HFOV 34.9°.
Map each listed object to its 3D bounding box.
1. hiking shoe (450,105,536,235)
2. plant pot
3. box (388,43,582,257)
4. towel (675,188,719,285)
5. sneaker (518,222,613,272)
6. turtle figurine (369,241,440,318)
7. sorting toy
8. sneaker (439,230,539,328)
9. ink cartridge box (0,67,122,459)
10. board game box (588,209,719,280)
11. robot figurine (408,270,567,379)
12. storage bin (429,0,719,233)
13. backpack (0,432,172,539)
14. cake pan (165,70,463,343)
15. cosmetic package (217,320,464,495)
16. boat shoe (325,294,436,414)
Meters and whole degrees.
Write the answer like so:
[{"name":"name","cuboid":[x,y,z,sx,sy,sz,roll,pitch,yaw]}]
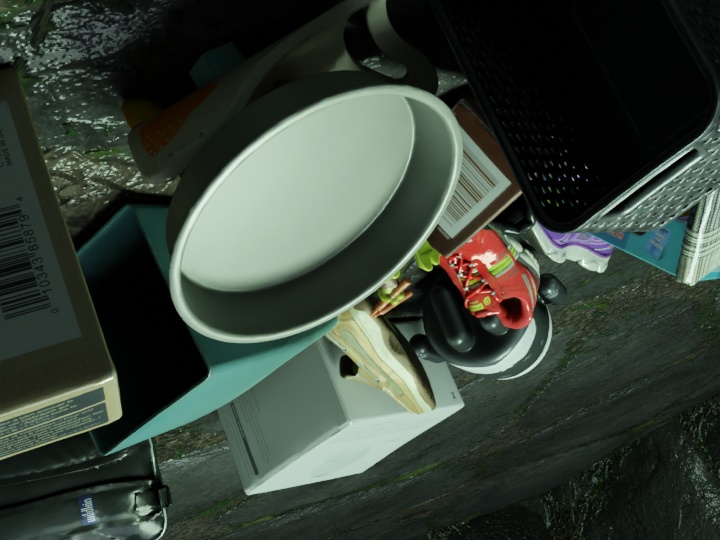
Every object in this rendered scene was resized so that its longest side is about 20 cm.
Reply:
[{"name":"hiking shoe","cuboid":[0.107,-0.065,0.959,0.075,0.101,0.200,-26,160,9]},{"name":"plant pot","cuboid":[-0.124,0.038,0.922,0.141,0.142,0.200,-36,164,32]},{"name":"box","cuboid":[0.110,-0.102,0.802,0.200,0.075,0.100,-39,177,-47]},{"name":"towel","cuboid":[0.331,-0.094,0.894,0.199,0.034,0.193,-24,133,-33]},{"name":"sneaker","cuboid":[0.207,-0.058,1.164,0.200,0.081,0.084,9,117,-53]},{"name":"turtle figurine","cuboid":[0.000,0.000,1.057,0.199,0.065,0.161,1,164,-36]},{"name":"sorting toy","cuboid":[-0.036,-0.098,0.738,0.180,0.107,0.200,-37,149,4]},{"name":"sneaker","cuboid":[0.116,0.001,1.108,0.077,0.085,0.200,-16,148,37]},{"name":"ink cartridge box","cuboid":[-0.236,0.006,0.617,0.164,0.201,0.075,-18,159,-17]},{"name":"board game box","cuboid":[0.264,-0.054,1.039,0.150,0.200,0.047,-5,116,-42]},{"name":"robot figurine","cuboid":[0.142,0.054,1.278,0.150,0.125,0.200,14,174,25]},{"name":"storage bin","cuboid":[0.143,-0.134,0.675,0.093,0.201,0.135,-2,152,-43]},{"name":"backpack","cuboid":[-0.291,0.181,1.037,0.199,0.179,0.150,-14,-171,-23]},{"name":"cake pan","cuboid":[-0.030,-0.039,0.685,0.200,0.037,0.201,-26,147,-18]},{"name":"cosmetic package","cuboid":[-0.025,0.158,1.352,0.199,0.123,0.200,0,151,-47]},{"name":"boat shoe","cuboid":[0.011,0.092,1.221,0.076,0.072,0.200,-30,125,8]}]
